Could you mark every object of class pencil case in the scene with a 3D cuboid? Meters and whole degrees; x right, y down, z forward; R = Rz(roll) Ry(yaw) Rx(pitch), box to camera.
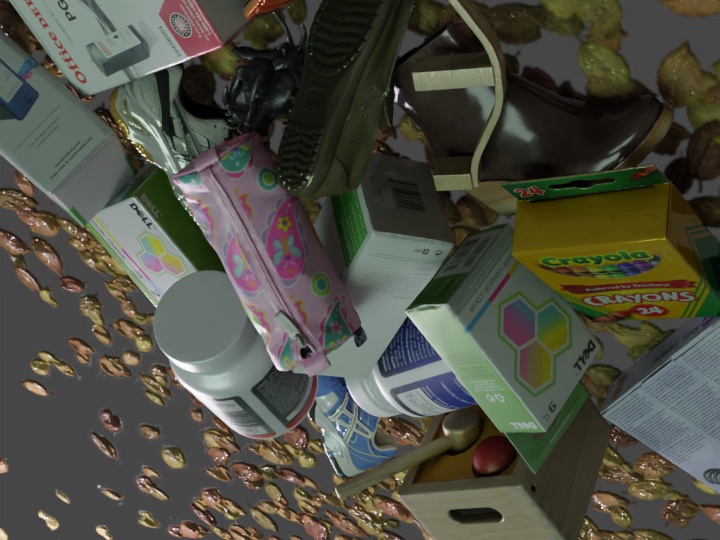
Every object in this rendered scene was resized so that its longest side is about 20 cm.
[{"bbox_3d":[-0.075,-0.012,0.832,0.087,0.087,0.201,-18,103,42],"label":"pencil case"}]

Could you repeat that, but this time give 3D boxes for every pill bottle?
[{"bbox_3d":[0.081,0.080,0.990,0.200,0.116,0.116,-23,116,44],"label":"pill bottle"},{"bbox_3d":[-0.122,0.085,1.005,0.115,0.116,0.200,13,157,21],"label":"pill bottle"}]

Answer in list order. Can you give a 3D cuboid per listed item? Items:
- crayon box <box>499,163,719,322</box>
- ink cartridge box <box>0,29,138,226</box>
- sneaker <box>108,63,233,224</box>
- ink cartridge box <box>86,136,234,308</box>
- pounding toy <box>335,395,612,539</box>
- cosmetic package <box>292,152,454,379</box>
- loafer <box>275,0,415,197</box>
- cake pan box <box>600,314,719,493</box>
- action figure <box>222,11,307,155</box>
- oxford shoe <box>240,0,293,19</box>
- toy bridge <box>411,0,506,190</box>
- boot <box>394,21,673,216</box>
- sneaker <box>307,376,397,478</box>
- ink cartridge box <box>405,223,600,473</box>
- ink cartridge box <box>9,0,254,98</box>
[{"bbox_3d":[0.206,-0.015,0.798,0.127,0.051,0.200,-5,155,36],"label":"crayon box"},{"bbox_3d":[-0.326,-0.150,0.978,0.200,0.088,0.145,43,170,4],"label":"ink cartridge box"},{"bbox_3d":[-0.145,-0.108,0.952,0.088,0.076,0.200,-35,118,4],"label":"sneaker"},{"bbox_3d":[-0.175,-0.045,1.056,0.199,0.076,0.148,-15,122,43],"label":"ink cartridge box"},{"bbox_3d":[0.117,0.195,1.029,0.199,0.184,0.142,-16,121,42],"label":"pounding toy"},{"bbox_3d":[0.000,0.000,0.930,0.084,0.108,0.200,8,135,-25],"label":"cosmetic package"},{"bbox_3d":[-0.006,-0.150,0.800,0.067,0.201,0.076,16,-169,-46],"label":"loafer"},{"bbox_3d":[0.349,0.124,0.915,0.184,0.052,0.200,31,140,-2],"label":"cake pan box"},{"bbox_3d":[-0.074,-0.126,0.896,0.119,0.102,0.201,29,112,23],"label":"action figure"},{"bbox_3d":[-0.047,-0.274,0.766,0.073,0.071,0.200,52,135,7],"label":"oxford shoe"},{"bbox_3d":[0.073,-0.149,0.745,0.067,0.027,0.201,0,129,19],"label":"toy bridge"},{"bbox_3d":[0.122,-0.128,0.787,0.166,0.072,0.200,45,142,-18],"label":"boot"},{"bbox_3d":[-0.020,0.152,1.175,0.077,0.076,0.201,-18,121,12],"label":"sneaker"},{"bbox_3d":[0.139,0.070,0.863,0.200,0.104,0.059,52,149,-17],"label":"ink cartridge box"},{"bbox_3d":[-0.202,-0.247,0.866,0.199,0.085,0.146,-7,126,40],"label":"ink cartridge box"}]
